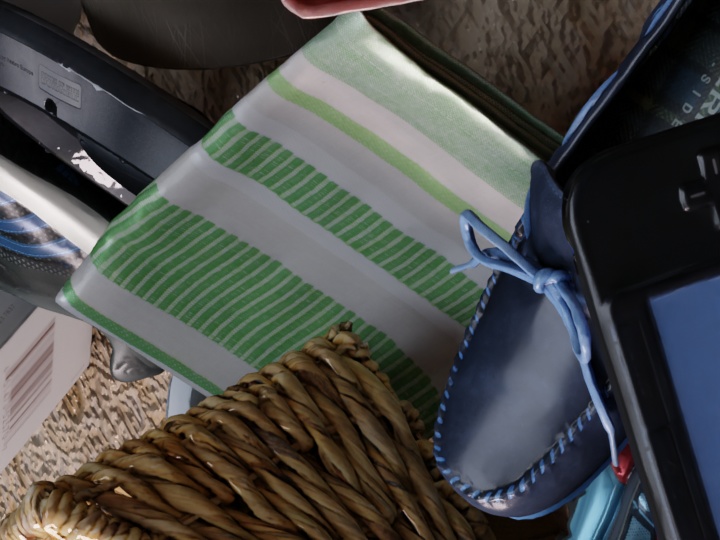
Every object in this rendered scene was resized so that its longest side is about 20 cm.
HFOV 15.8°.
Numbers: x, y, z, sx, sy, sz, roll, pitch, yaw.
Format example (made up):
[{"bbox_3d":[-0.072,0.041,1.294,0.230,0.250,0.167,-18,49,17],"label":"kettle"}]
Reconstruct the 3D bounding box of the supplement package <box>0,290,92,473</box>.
[{"bbox_3d":[-0.236,0.003,1.203,0.200,0.117,0.117,30,147,13],"label":"supplement package"}]

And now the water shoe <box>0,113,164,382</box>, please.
[{"bbox_3d":[-0.148,-0.027,1.103,0.200,0.072,0.079,40,120,-8],"label":"water shoe"}]

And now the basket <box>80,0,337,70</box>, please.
[{"bbox_3d":[-0.060,-0.185,0.935,0.136,0.180,0.200,37,141,54],"label":"basket"}]

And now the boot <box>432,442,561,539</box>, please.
[{"bbox_3d":[0.022,0.164,1.021,0.155,0.072,0.200,-10,99,51],"label":"boot"}]

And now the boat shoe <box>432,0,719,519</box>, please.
[{"bbox_3d":[0.072,-0.018,0.805,0.084,0.069,0.200,26,94,27],"label":"boat shoe"}]

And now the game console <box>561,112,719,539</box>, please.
[{"bbox_3d":[0.171,0.041,0.721,0.118,0.171,0.200,-165,57,-81],"label":"game console"}]

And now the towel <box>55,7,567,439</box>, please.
[{"bbox_3d":[0.000,0.000,0.912,0.152,0.023,0.200,34,137,-19],"label":"towel"}]

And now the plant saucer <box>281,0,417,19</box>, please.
[{"bbox_3d":[0.059,-0.189,0.770,0.037,0.200,0.200,-68,-32,-80],"label":"plant saucer"}]

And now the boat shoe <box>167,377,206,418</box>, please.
[{"bbox_3d":[-0.064,0.118,1.113,0.091,0.071,0.200,6,110,49],"label":"boat shoe"}]

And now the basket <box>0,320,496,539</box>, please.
[{"bbox_3d":[-0.058,0.136,0.919,0.143,0.149,0.200,57,143,6],"label":"basket"}]

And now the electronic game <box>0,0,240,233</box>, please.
[{"bbox_3d":[-0.073,-0.044,1.005,0.200,0.200,0.042,26,81,47],"label":"electronic game"}]

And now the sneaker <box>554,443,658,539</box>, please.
[{"bbox_3d":[0.117,0.096,0.859,0.096,0.079,0.200,32,128,42],"label":"sneaker"}]

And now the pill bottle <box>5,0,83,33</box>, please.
[{"bbox_3d":[-0.218,-0.142,1.206,0.200,0.113,0.113,15,115,52],"label":"pill bottle"}]
